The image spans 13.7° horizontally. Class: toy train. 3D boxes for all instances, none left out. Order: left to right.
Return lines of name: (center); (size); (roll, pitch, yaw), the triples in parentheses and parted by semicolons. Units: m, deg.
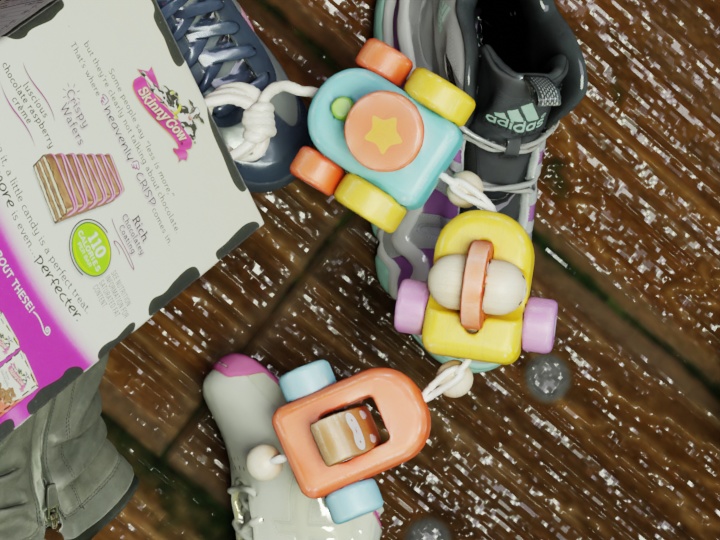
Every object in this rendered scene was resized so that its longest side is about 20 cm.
toy train: (0.000, 0.000, 1.294); (0.150, 0.056, 0.200); (-18, 84, 4)

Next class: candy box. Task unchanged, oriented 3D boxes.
candy box: (-0.145, -0.024, 1.220); (0.200, 0.061, 0.136); (-40, 114, -37)

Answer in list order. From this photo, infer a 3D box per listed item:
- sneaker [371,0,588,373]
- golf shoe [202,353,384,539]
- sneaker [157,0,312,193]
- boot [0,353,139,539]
sneaker: (0.060, -0.056, 1.364); (0.078, 0.140, 0.200); (-7, 87, -24)
golf shoe: (-0.029, 0.135, 1.356); (0.092, 0.075, 0.200); (-30, 94, -15)
sneaker: (-0.089, -0.117, 1.353); (0.200, 0.082, 0.070); (47, 71, -9)
boot: (-0.129, 0.045, 1.341); (0.200, 0.068, 0.131); (-36, 118, -34)
